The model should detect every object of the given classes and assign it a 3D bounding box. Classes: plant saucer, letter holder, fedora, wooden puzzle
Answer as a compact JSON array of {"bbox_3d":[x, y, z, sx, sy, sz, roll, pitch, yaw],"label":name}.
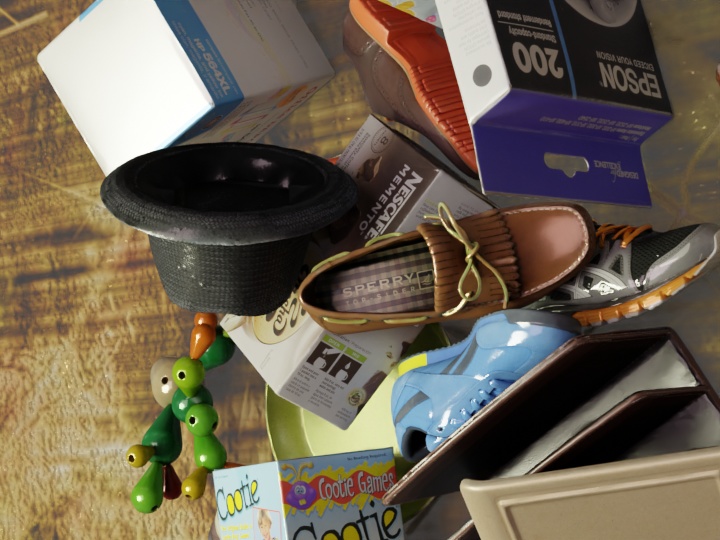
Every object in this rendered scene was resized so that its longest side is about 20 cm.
[{"bbox_3d":[0.007,0.104,1.230,0.200,0.031,0.201,-2,87,39],"label":"plant saucer"},{"bbox_3d":[0.132,0.136,1.053,0.200,0.142,0.101,-44,63,30],"label":"letter holder"},{"bbox_3d":[-0.093,-0.025,1.115,0.200,0.200,0.092,20,116,38],"label":"fedora"},{"bbox_3d":[0.182,0.191,1.004,0.200,0.037,0.185,-9,120,26],"label":"wooden puzzle"}]

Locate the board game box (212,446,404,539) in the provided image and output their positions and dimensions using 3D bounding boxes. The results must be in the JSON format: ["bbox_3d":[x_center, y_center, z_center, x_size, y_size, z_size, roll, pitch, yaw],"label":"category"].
[{"bbox_3d":[-0.030,0.238,1.155,0.105,0.103,0.201,-18,78,56],"label":"board game box"}]

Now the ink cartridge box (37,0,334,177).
[{"bbox_3d":[-0.128,-0.166,1.259,0.128,0.200,0.125,-34,84,34],"label":"ink cartridge box"}]

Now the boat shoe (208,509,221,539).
[{"bbox_3d":[-0.061,0.274,1.260,0.200,0.072,0.065,56,143,17],"label":"boat shoe"}]

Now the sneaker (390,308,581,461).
[{"bbox_3d":[0.085,0.083,1.072,0.200,0.066,0.079,-33,44,55],"label":"sneaker"}]

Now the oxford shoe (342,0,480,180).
[{"bbox_3d":[0.050,-0.134,1.192,0.200,0.071,0.073,58,143,29],"label":"oxford shoe"}]

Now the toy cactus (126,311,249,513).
[{"bbox_3d":[-0.135,0.104,1.307,0.165,0.102,0.200,28,100,69],"label":"toy cactus"}]

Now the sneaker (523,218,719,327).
[{"bbox_3d":[0.158,-0.003,1.071,0.200,0.078,0.077,-18,91,38],"label":"sneaker"}]

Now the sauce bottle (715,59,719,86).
[{"bbox_3d":[0.306,-0.076,0.970,0.200,0.066,0.066,51,118,27],"label":"sauce bottle"}]

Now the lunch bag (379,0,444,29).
[{"bbox_3d":[0.064,-0.282,1.100,0.200,0.169,0.127,-47,49,27],"label":"lunch bag"}]

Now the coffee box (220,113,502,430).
[{"bbox_3d":[0.000,0.000,1.160,0.200,0.080,0.113,-53,38,7],"label":"coffee box"}]

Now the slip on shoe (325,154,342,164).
[{"bbox_3d":[-0.056,-0.051,1.270,0.200,0.061,0.074,-11,79,37],"label":"slip on shoe"}]

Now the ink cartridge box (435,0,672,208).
[{"bbox_3d":[0.130,-0.144,1.031,0.043,0.198,0.201,-22,75,40],"label":"ink cartridge box"}]

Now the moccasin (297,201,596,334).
[{"bbox_3d":[0.056,-0.005,1.039,0.201,0.078,0.074,-8,83,14],"label":"moccasin"}]
